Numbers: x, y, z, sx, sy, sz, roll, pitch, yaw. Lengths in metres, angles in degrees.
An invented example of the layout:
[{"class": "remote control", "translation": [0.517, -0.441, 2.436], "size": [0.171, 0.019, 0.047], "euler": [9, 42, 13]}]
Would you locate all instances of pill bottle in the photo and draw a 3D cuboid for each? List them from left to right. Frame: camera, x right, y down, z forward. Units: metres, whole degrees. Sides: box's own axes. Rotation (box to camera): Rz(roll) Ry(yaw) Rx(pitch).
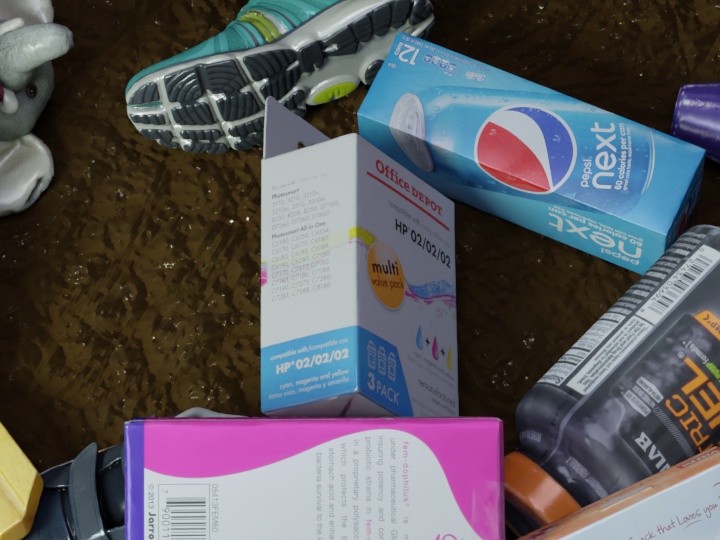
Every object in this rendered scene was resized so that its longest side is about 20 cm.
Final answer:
[{"class": "pill bottle", "translation": [0.160, 0.076, 1.681], "size": [0.106, 0.106, 0.200], "euler": [40, 75, 18]}]

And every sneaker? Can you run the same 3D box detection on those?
[{"class": "sneaker", "translation": [-0.122, 0.125, 1.690], "size": [0.200, 0.079, 0.078], "euler": [-16, 67, -2]}, {"class": "sneaker", "translation": [-0.053, -0.134, 1.816], "size": [0.200, 0.078, 0.080], "euler": [-23, 48, -12]}]

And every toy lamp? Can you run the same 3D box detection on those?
[{"class": "toy lamp", "translation": [0.285, -0.074, 1.768], "size": [0.200, 0.058, 0.058], "euler": [11, 67, 7]}]

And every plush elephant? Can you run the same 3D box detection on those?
[{"class": "plush elephant", "translation": [-0.242, -0.119, 1.771], "size": [0.155, 0.200, 0.165], "euler": [-5, 78, -24]}]

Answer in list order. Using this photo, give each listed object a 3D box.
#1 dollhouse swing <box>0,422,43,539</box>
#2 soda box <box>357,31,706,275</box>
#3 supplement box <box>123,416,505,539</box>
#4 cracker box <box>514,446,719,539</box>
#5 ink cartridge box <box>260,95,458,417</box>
[{"class": "dollhouse swing", "translation": [-0.306, 0.081, 1.667], "size": [0.200, 0.182, 0.176], "euler": [-34, 42, -10]}, {"class": "soda box", "translation": [0.101, -0.068, 1.768], "size": [0.200, 0.068, 0.064], "euler": [22, 69, 12]}, {"class": "supplement box", "translation": [-0.024, 0.129, 1.595], "size": [0.200, 0.103, 0.101], "euler": [0, 87, -1]}, {"class": "cracker box", "translation": [0.180, 0.212, 1.603], "size": [0.134, 0.058, 0.200], "euler": [-24, 95, -8]}, {"class": "ink cartridge box", "translation": [0.000, 0.000, 1.710], "size": [0.068, 0.115, 0.200], "euler": [-15, 63, 28]}]
